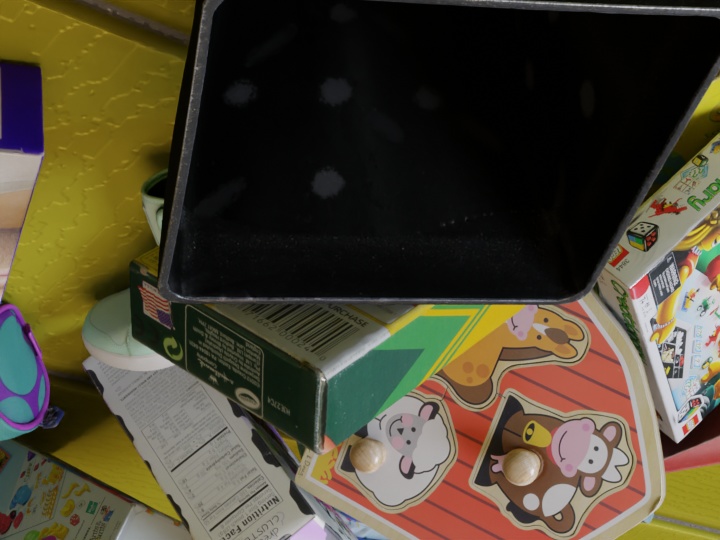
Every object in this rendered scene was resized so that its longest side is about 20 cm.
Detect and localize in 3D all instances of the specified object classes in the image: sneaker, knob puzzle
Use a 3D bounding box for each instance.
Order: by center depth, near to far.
[{"bbox_3d":[0.071,0.083,0.835,0.220,0.220,0.030,-24,173,23],"label":"knob puzzle"},{"bbox_3d":[-0.109,-0.010,0.901,0.200,0.074,0.118,-13,125,34],"label":"sneaker"}]

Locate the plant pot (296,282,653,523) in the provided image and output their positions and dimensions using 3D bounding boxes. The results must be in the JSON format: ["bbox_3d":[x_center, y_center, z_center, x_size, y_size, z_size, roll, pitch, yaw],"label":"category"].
[{"bbox_3d":[0.069,0.066,0.945,0.196,0.200,0.200,-9,148,15],"label":"plant pot"}]

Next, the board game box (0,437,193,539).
[{"bbox_3d":[-0.208,0.187,1.043,0.200,0.105,0.103,18,168,40],"label":"board game box"}]

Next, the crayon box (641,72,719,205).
[{"bbox_3d":[0.210,-0.080,0.864,0.127,0.051,0.200,-26,144,26],"label":"crayon box"}]

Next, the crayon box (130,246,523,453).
[{"bbox_3d":[0.000,0.000,0.769,0.200,0.127,0.051,-32,138,-39],"label":"crayon box"}]

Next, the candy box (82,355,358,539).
[{"bbox_3d":[-0.076,0.141,0.997,0.072,0.200,0.168,-39,145,-3],"label":"candy box"}]

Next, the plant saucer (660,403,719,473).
[{"bbox_3d":[0.293,0.086,1.007,0.200,0.037,0.200,-4,161,-34],"label":"plant saucer"}]

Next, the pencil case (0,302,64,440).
[{"bbox_3d":[-0.296,0.090,0.983,0.200,0.085,0.092,-19,-170,18],"label":"pencil case"}]

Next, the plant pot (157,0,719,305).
[{"bbox_3d":[0.016,-0.112,0.655,0.199,0.178,0.200,0,147,-13],"label":"plant pot"}]

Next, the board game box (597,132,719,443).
[{"bbox_3d":[0.200,0.007,0.865,0.126,0.035,0.200,-43,146,-7],"label":"board game box"}]

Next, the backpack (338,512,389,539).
[{"bbox_3d":[0.062,0.157,1.120,0.200,0.163,0.154,-13,139,20],"label":"backpack"}]

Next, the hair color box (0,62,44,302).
[{"bbox_3d":[-0.243,-0.031,0.828,0.109,0.065,0.200,5,147,-20],"label":"hair color box"}]
